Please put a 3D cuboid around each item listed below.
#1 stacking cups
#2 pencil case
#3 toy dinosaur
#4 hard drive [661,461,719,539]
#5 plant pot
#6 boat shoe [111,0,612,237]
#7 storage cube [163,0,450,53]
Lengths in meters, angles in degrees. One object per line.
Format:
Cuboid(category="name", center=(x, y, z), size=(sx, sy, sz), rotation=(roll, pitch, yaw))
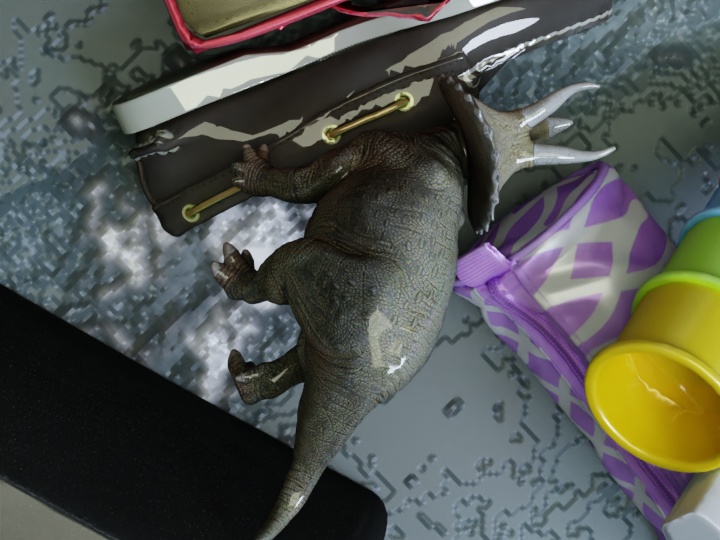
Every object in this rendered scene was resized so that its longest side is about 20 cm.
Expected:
Cuboid(category="stacking cups", center=(0.146, -0.014, 0.818), size=(0.060, 0.060, 0.200), rotation=(40, 49, -7))
Cuboid(category="pencil case", center=(0.117, 0.055, 0.852), size=(0.200, 0.084, 0.085), rotation=(52, 48, -5))
Cuboid(category="toy dinosaur", center=(0.000, 0.000, 0.768), size=(0.077, 0.102, 0.201), rotation=(48, 55, -31))
Cuboid(category="hard drive", center=(0.202, 0.079, 0.829), size=(0.132, 0.027, 0.200), rotation=(48, 48, -7))
Cuboid(category="plant pot", center=(-0.113, 0.142, 0.797), size=(0.199, 0.177, 0.201), rotation=(29, 93, -6))
Cuboid(category="boat shoe", center=(0.007, -0.071, 0.844), size=(0.200, 0.072, 0.061), rotation=(-19, 100, 4))
Cuboid(category="storage cube", center=(-0.013, -0.184, 0.776), size=(0.170, 0.180, 0.201), rotation=(-20, 97, -3))
